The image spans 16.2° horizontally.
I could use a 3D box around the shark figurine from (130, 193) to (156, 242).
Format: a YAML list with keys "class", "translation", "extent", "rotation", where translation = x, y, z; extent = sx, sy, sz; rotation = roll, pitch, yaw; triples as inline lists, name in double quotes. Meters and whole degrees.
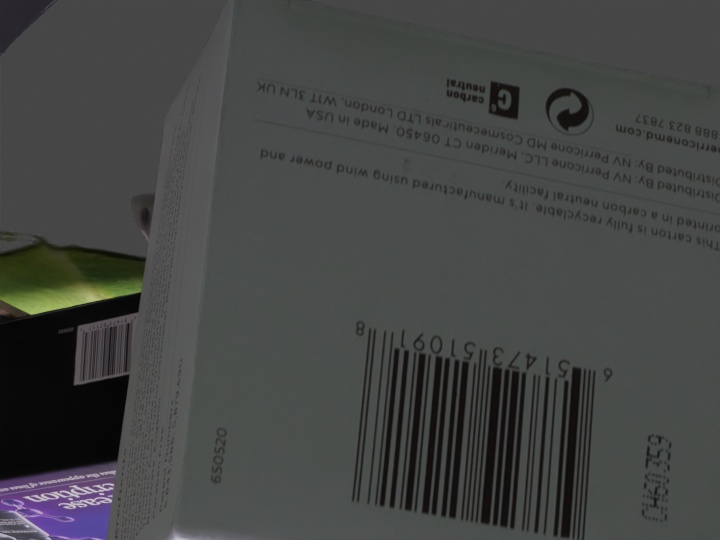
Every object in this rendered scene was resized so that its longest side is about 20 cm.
- class: "shark figurine"
  translation: [0.019, 0.011, 1.048]
  extent: [0.214, 0.090, 0.128]
  rotation: [24, -171, -23]

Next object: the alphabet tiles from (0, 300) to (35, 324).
- class: "alphabet tiles"
  translation: [-0.211, 0.031, 1.145]
  extent: [0.167, 0.008, 0.200]
  rotation: [-9, 157, 33]

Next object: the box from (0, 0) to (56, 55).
- class: "box"
  translation: [-0.166, -0.133, 0.721]
  extent: [0.199, 0.050, 0.158]
  rotation: [16, 159, -25]

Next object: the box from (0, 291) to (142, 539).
- class: "box"
  translation: [-0.126, 0.078, 1.135]
  extent: [0.199, 0.079, 0.141]
  rotation: [-12, 158, 34]

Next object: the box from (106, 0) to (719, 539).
- class: "box"
  translation: [0.024, 0.029, 0.897]
  extent: [0.198, 0.201, 0.131]
  rotation: [11, 160, -14]
